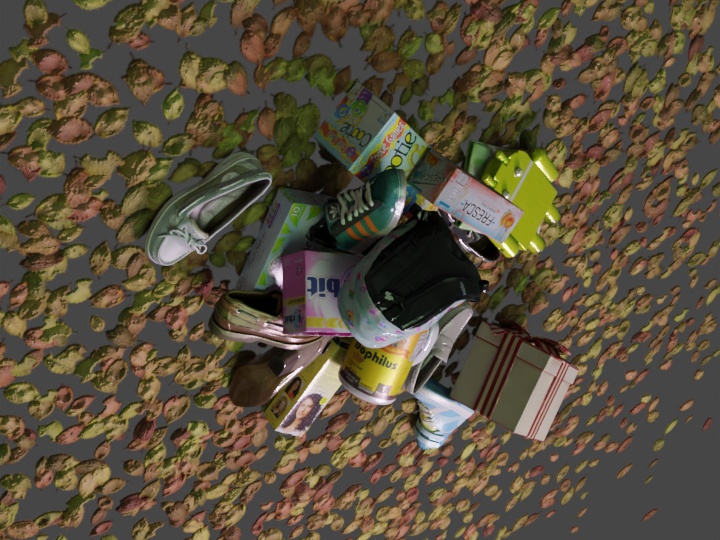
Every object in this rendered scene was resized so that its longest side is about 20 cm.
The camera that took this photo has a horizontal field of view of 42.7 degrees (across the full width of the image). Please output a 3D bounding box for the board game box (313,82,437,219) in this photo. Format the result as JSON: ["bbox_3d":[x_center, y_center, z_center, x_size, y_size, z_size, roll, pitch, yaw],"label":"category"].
[{"bbox_3d":[0.044,-0.166,1.354,0.103,0.105,0.199,-49,139,6],"label":"board game box"}]

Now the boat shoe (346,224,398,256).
[{"bbox_3d":[0.000,0.000,1.477,0.200,0.074,0.069,-48,121,-23],"label":"boat shoe"}]

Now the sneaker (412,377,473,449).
[{"bbox_3d":[0.136,0.291,1.823,0.131,0.080,0.199,-51,138,6],"label":"sneaker"}]

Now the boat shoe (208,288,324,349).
[{"bbox_3d":[-0.124,0.068,1.362,0.198,0.072,0.068,3,126,-38],"label":"boat shoe"}]

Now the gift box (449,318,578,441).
[{"bbox_3d":[0.301,0.205,1.771,0.200,0.183,0.189,28,88,-60],"label":"gift box"}]

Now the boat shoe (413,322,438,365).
[{"bbox_3d":[0.059,0.140,1.610,0.061,0.073,0.200,12,137,-36],"label":"boat shoe"}]

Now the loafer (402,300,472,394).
[{"bbox_3d":[0.144,0.143,1.713,0.201,0.070,0.070,-52,138,9],"label":"loafer"}]

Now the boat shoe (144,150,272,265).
[{"bbox_3d":[-0.208,-0.078,1.256,0.201,0.065,0.075,-40,139,-4],"label":"boat shoe"}]

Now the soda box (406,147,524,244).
[{"bbox_3d":[0.158,-0.107,1.364,0.199,0.068,0.064,24,105,-48],"label":"soda box"}]

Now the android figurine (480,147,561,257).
[{"bbox_3d":[0.264,-0.119,1.535,0.200,0.041,0.183,44,71,-37],"label":"android figurine"}]

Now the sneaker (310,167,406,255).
[{"bbox_3d":[-0.006,-0.079,1.282,0.079,0.072,0.200,6,151,-26],"label":"sneaker"}]

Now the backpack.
[{"bbox_3d":[0.065,0.024,1.308,0.199,0.167,0.127,-36,175,-39],"label":"backpack"}]

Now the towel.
[{"bbox_3d":[0.244,-0.131,1.554,0.198,0.030,0.151,6,92,-42],"label":"towel"}]

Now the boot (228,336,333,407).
[{"bbox_3d":[-0.117,0.146,1.506,0.199,0.071,0.146,-36,178,43],"label":"boot"}]

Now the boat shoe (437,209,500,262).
[{"bbox_3d":[0.187,-0.084,1.566,0.072,0.068,0.200,-40,137,0],"label":"boat shoe"}]

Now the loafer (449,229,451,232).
[{"bbox_3d":[0.103,0.002,1.552,0.069,0.075,0.202,-32,143,-45],"label":"loafer"}]

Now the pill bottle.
[{"bbox_3d":[0.047,0.111,1.515,0.108,0.109,0.202,10,109,-43],"label":"pill bottle"}]

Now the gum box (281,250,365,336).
[{"bbox_3d":[-0.018,0.038,1.367,0.198,0.066,0.115,4,80,-37],"label":"gum box"}]

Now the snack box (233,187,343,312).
[{"bbox_3d":[-0.096,-0.021,1.400,0.141,0.053,0.202,6,120,-39],"label":"snack box"}]

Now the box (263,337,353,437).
[{"bbox_3d":[-0.079,0.193,1.593,0.075,0.050,0.201,23,107,-47],"label":"box"}]
